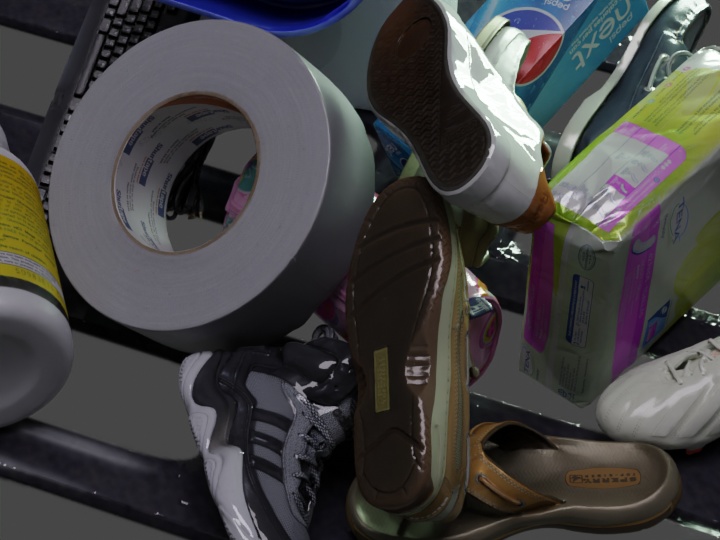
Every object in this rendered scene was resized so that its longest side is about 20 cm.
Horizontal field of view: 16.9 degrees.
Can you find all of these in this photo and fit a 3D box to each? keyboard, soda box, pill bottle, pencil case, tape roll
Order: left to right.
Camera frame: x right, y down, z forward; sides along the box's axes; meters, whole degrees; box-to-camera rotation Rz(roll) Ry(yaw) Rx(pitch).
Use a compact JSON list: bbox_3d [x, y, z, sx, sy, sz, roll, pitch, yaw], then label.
[{"bbox_3d":[-0.246,-0.008,1.496,0.112,0.113,0.200,-9,47,-11],"label":"pill bottle"},{"bbox_3d":[-0.147,-0.100,1.602,0.126,0.021,0.201,14,72,13],"label":"keyboard"},{"bbox_3d":[-0.093,-0.051,1.498,0.199,0.066,0.201,-8,71,24],"label":"tape roll"},{"bbox_3d":[0.000,0.000,1.517,0.087,0.088,0.200,-29,54,-28],"label":"pencil case"},{"bbox_3d":[0.102,-0.136,1.620,0.064,0.068,0.200,35,76,29],"label":"soda box"}]

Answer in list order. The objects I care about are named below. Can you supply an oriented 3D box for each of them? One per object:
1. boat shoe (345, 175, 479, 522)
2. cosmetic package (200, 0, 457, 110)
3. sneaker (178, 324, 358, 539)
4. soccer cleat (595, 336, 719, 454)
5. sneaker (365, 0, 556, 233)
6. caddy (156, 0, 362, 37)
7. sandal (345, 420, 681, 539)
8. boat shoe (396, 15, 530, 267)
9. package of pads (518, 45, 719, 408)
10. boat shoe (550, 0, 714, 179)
[{"bbox_3d":[0.036,0.048,1.400,0.071,0.076,0.201,-9,68,37],"label":"boat shoe"},{"bbox_3d":[-0.033,-0.231,1.664,0.198,0.201,0.123,9,46,6],"label":"cosmetic package"},{"bbox_3d":[-0.033,0.106,1.403,0.113,0.076,0.200,-22,44,-1],"label":"sneaker"},{"bbox_3d":[0.237,0.058,1.474,0.199,0.078,0.069,-11,47,-13],"label":"soccer cleat"},{"bbox_3d":[0.062,-0.088,1.440,0.085,0.073,0.200,33,24,-35],"label":"sneaker"},{"bbox_3d":[-0.074,-0.228,1.512,0.199,0.142,0.105,18,14,4],"label":"caddy"},{"bbox_3d":[0.089,0.120,1.420,0.199,0.054,0.081,-4,45,1],"label":"sandal"},{"bbox_3d":[0.075,-0.075,1.507,0.068,0.075,0.200,21,53,7],"label":"boat shoe"},{"bbox_3d":[0.181,-0.032,1.506,0.068,0.155,0.200,31,52,26],"label":"package of pads"},{"bbox_3d":[0.198,-0.119,1.649,0.062,0.075,0.200,22,49,21],"label":"boat shoe"}]
